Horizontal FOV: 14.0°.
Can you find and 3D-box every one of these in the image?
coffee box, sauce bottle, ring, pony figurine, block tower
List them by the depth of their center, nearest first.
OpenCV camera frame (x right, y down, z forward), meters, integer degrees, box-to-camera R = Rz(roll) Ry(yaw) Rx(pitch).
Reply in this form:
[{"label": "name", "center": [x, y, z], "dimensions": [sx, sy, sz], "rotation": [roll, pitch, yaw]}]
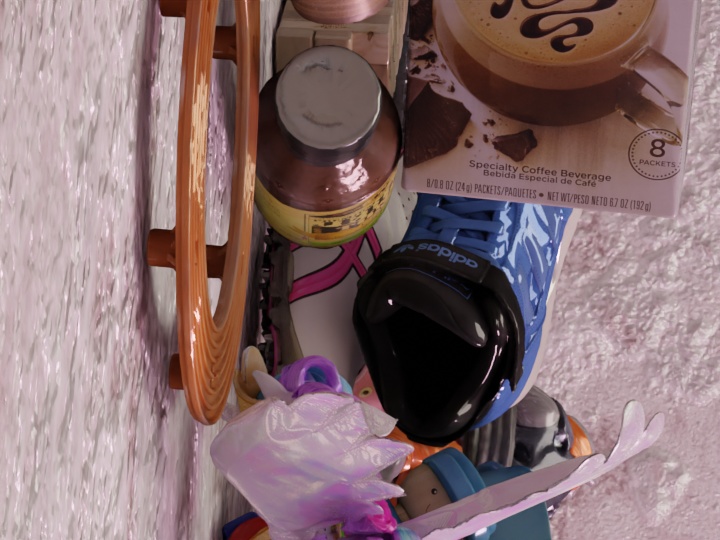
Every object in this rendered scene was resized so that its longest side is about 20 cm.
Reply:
[{"label": "ring", "center": [-0.054, -0.046, 1.029], "dimensions": [0.200, 0.019, 0.201], "rotation": [3, 90, -85]}, {"label": "pony figurine", "center": [-0.001, 0.113, 1.076], "dimensions": [0.193, 0.166, 0.200], "rotation": [-18, -114, 52]}, {"label": "coffee box", "center": [0.078, -0.129, 1.135], "dimensions": [0.080, 0.113, 0.200], "rotation": [-72, 165, -58]}, {"label": "sauce bottle", "center": [-0.016, -0.051, 1.187], "dimensions": [0.200, 0.065, 0.065], "rotation": [93, 0, -84]}, {"label": "block tower", "center": [-0.006, -0.132, 1.450], "dimensions": [0.200, 0.054, 0.058], "rotation": [-80, 173, -59]}]

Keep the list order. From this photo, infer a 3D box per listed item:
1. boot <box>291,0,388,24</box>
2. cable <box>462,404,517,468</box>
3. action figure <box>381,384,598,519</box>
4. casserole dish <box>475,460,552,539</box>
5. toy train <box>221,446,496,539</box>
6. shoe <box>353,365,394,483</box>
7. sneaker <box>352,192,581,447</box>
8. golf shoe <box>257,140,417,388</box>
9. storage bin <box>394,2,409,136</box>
[{"label": "boot", "center": [-0.019, -0.209, 1.095], "dimensions": [0.200, 0.077, 0.155], "rotation": [-84, 169, -46]}, {"label": "cable", "center": [0.057, 0.006, 1.397], "dimensions": [0.097, 0.050, 0.200], "rotation": [-179, -78, -74]}, {"label": "action figure", "center": [0.047, 0.129, 1.458], "dimensions": [0.193, 0.105, 0.200], "rotation": [-24, 128, -40]}, {"label": "casserole dish", "center": [0.046, 0.178, 1.287], "dimensions": [0.121, 0.039, 0.200], "rotation": [133, -42, -52]}, {"label": "toy train", "center": [0.033, 0.171, 1.205], "dimensions": [0.200, 0.116, 0.085], "rotation": [57, -14, 28]}, {"label": "shoe", "center": [-0.010, 0.068, 1.496], "dimensions": [0.091, 0.071, 0.200], "rotation": [-1, 107, -64]}, {"label": "sneaker", "center": [0.050, -0.020, 1.275], "dimensions": [0.111, 0.077, 0.200], "rotation": [-35, 138, -66]}, {"label": "golf shoe", "center": [0.000, 0.000, 1.350], "dimensions": [0.200, 0.092, 0.073], "rotation": [-81, 175, -49]}, {"label": "storage bin", "center": [0.025, -0.060, 1.673], "dimensions": [0.200, 0.094, 0.135], "rotation": [86, 7, -67]}]
